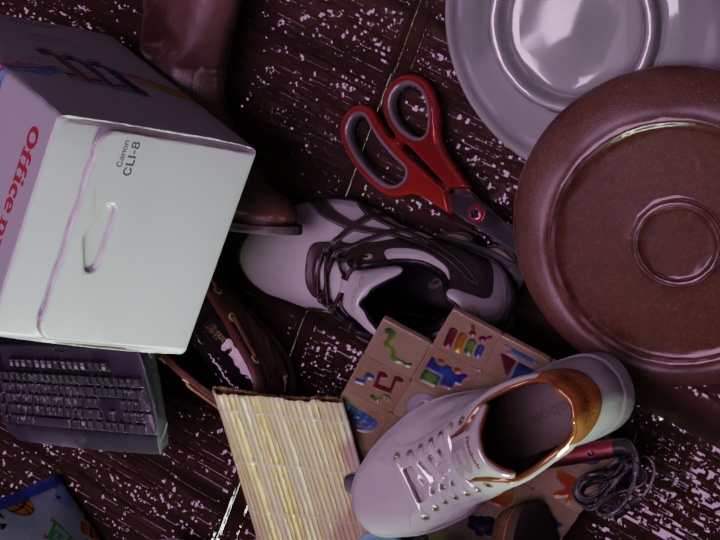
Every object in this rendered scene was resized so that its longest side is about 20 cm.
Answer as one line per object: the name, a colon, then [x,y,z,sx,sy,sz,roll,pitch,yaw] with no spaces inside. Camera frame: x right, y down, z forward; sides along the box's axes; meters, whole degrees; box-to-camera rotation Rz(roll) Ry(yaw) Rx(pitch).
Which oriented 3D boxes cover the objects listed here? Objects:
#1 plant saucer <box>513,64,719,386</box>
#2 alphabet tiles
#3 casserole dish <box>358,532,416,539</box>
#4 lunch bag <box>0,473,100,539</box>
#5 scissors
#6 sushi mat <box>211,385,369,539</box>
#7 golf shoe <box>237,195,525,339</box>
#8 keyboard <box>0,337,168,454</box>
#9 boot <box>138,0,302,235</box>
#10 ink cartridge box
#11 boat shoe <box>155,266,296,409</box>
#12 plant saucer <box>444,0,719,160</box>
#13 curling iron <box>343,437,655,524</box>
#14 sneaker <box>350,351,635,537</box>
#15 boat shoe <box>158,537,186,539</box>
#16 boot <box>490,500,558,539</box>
plant saucer: [0.187,-0.020,1.494,0.200,0.034,0.200,4,110,11]
alphabet tiles: [0.064,0.111,1.578,0.166,0.006,0.200,28,131,0]
casserole dish: [0.053,0.228,1.562,0.200,0.039,0.121,15,107,58]
lunch bag: [-0.247,0.252,1.705,0.124,0.200,0.170,-42,81,27]
scissors: [0.061,-0.038,1.582,0.073,0.014,0.200,-44,70,20]
sushi mat: [-0.032,0.160,1.641,0.096,0.012,0.200,2,124,26]
golf shoe: [0.000,0.000,1.592,0.200,0.094,0.078,7,103,27]
keyboard: [-0.197,0.059,1.701,0.200,0.021,0.127,-1,101,51]
boot: [-0.087,-0.136,1.612,0.186,0.064,0.200,26,108,38]
ink cartridge box: [-0.188,-0.056,1.565,0.200,0.145,0.145,40,115,49]
boat shoe: [-0.122,0.018,1.668,0.200,0.070,0.070,43,104,14]
plant saucer: [0.134,-0.149,1.519,0.200,0.050,0.200,5,101,26]
curling iron: [0.082,0.127,1.551,0.200,0.026,0.050,-1,73,22]
sneaker: [0.061,0.104,1.500,0.200,0.085,0.073,-32,81,29]
boat shoe: [-0.088,0.269,1.699,0.200,0.072,0.072,49,138,20]
boot: [0.084,0.233,1.603,0.075,0.074,0.200,16,116,34]
